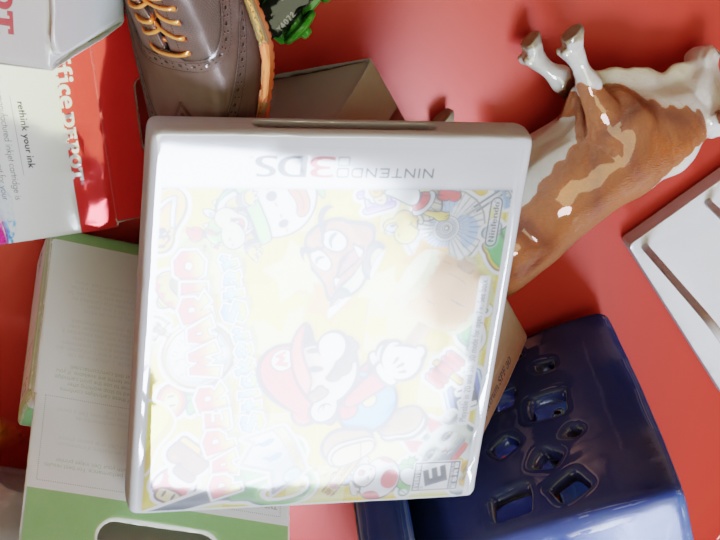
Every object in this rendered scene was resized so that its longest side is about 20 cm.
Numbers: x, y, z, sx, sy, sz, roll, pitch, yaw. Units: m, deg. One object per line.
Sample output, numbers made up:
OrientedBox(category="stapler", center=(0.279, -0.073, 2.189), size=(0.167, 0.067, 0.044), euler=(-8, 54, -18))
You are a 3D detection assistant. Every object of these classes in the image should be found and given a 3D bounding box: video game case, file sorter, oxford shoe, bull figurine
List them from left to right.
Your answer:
OrientedBox(category="oxford shoe", center=(-0.086, -0.121, 0.681), size=(0.071, 0.073, 0.202), euler=(6, 113, 24))
OrientedBox(category="video game case", center=(-0.018, 0.025, 0.734), size=(0.180, 0.023, 0.202), euler=(-1, 116, -16))
OrientedBox(category="bull figurine", center=(0.118, -0.068, 0.859), size=(0.200, 0.065, 0.121), euler=(-43, 113, 8))
OrientedBox(category="file sorter", center=(0.288, -0.004, 0.897), size=(0.199, 0.125, 0.139), euler=(-36, 118, 4))

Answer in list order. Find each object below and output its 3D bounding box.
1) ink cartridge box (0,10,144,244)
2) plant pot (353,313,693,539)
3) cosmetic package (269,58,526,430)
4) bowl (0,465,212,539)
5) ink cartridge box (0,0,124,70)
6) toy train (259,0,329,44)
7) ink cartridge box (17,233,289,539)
OrientedBox(category="ink cartridge box", center=(-0.190, -0.078, 0.777), size=(0.198, 0.067, 0.117), euler=(-9, 117, -10))
OrientedBox(category="plant pot", center=(0.096, 0.170, 0.897), size=(0.178, 0.200, 0.201), euler=(-15, 118, 1))
OrientedBox(category="cosmetic package", center=(0.000, 0.000, 0.813), size=(0.087, 0.104, 0.201), euler=(-5, 132, 39))
OrientedBox(category="bowl", center=(-0.145, 0.160, 0.843), size=(0.198, 0.200, 0.075), euler=(13, 86, -17))
OrientedBox(category="ink cartridge box", center=(-0.208, -0.178, 0.672), size=(0.198, 0.084, 0.147), euler=(10, 115, 13))
OrientedBox(category="toy train", center=(0.010, -0.196, 0.777), size=(0.042, 0.056, 0.200), euler=(40, 101, -15))
OrientedBox(category="ink cartridge box", center=(-0.107, 0.084, 0.807), size=(0.144, 0.202, 0.048), euler=(12, 149, -19))
